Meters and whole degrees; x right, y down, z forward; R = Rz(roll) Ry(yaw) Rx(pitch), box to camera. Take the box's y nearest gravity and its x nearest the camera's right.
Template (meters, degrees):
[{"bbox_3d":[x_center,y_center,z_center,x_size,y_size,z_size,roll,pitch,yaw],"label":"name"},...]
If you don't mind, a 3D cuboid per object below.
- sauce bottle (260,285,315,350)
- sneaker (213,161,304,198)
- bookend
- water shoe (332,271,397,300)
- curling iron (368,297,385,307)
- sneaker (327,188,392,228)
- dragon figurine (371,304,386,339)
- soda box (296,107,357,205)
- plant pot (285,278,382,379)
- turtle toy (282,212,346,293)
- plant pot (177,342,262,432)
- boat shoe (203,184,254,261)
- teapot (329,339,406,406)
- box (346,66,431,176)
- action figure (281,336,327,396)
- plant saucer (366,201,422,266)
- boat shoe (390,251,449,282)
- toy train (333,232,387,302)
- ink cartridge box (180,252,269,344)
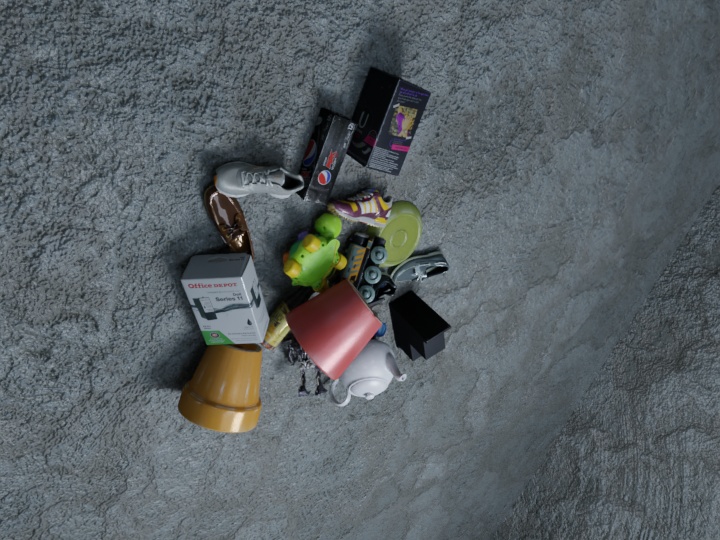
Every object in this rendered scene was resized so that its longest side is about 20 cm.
[{"bbox_3d":[-0.190,0.112,1.377,0.201,0.066,0.066,-52,135,1],"label":"sauce bottle"},{"bbox_3d":[-0.208,-0.196,1.122,0.197,0.091,0.077,-6,92,-39],"label":"sneaker"},{"bbox_3d":[0.188,0.204,1.627,0.091,0.200,0.201,-27,131,-18],"label":"bookend"},{"bbox_3d":[0.014,0.046,1.474,0.197,0.079,0.073,-10,125,-32],"label":"water shoe"},{"bbox_3d":[-0.020,0.119,1.472,0.197,0.050,0.026,-24,122,13],"label":"curling iron"},{"bbox_3d":[0.000,-0.169,1.333,0.198,0.074,0.092,8,106,-47],"label":"sneaker"},{"bbox_3d":[0.039,0.167,1.587,0.098,0.059,0.203,1,122,-39],"label":"dragon figurine"},{"bbox_3d":[-0.083,-0.257,1.209,0.070,0.063,0.203,8,113,-39],"label":"soda box"},{"bbox_3d":[-0.055,0.131,1.295,0.177,0.201,0.201,-39,135,-1],"label":"plant pot"},{"bbox_3d":[-0.110,-0.048,1.301,0.201,0.101,0.145,-52,137,4],"label":"turtle toy"},{"bbox_3d":[-0.325,0.265,1.301,0.198,0.199,0.187,13,95,-41],"label":"plant pot"},{"bbox_3d":[-0.278,-0.097,1.165,0.071,0.068,0.202,-31,133,-16],"label":"boat shoe"},{"bbox_3d":[0.015,0.309,1.564,0.193,0.148,0.201,1,144,-12],"label":"teapot"},{"bbox_3d":[0.055,-0.339,1.216,0.105,0.122,0.203,7,114,-38],"label":"box"},{"bbox_3d":[-0.150,0.241,1.467,0.116,0.102,0.204,-9,87,1],"label":"action figure"},{"bbox_3d":[0.101,-0.093,1.482,0.197,0.031,0.203,-20,129,-26],"label":"plant saucer"},{"bbox_3d":[0.179,0.000,1.572,0.197,0.062,0.074,-18,145,-28],"label":"boat shoe"},{"bbox_3d":[0.000,0.000,1.401,0.112,0.085,0.204,18,91,0],"label":"toy train"},{"bbox_3d":[-0.302,0.067,1.204,0.143,0.084,0.203,-3,128,8],"label":"ink cartridge box"}]
